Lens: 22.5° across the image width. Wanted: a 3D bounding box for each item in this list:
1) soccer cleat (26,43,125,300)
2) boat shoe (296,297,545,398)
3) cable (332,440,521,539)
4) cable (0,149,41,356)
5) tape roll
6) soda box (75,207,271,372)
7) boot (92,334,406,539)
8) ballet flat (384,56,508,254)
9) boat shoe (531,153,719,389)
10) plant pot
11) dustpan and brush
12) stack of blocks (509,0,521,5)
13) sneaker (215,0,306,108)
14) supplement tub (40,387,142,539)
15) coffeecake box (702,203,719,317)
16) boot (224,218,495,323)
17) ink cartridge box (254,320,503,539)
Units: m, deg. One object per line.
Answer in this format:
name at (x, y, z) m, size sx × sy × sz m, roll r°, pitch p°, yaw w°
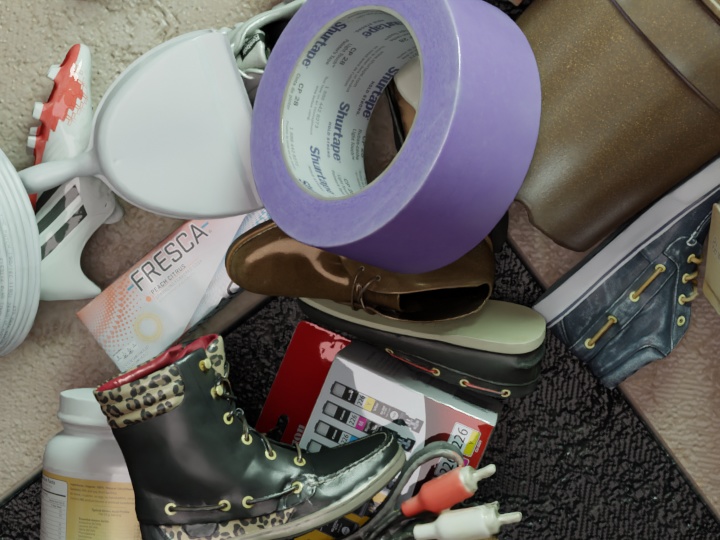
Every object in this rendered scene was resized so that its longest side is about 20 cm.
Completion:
soccer cleat at (-0.220, -0.073, 1.403) m, size 0.085 × 0.069 × 0.200 m, roll 11°, pitch 94°, yaw -12°
boat shoe at (0.041, 0.046, 1.366) m, size 0.201 × 0.074 × 0.063 m, roll 15°, pitch 127°, yaw 17°
cable at (0.018, 0.192, 1.311) m, size 0.200 × 0.050 × 0.097 m, roll -22°, pitch 97°, yaw 9°
cable at (-0.322, -0.018, 1.378) m, size 0.200 × 0.069 × 0.200 m, roll 0°, pitch 102°, yaw 42°
tape roll at (0.021, -0.103, 1.239) m, size 0.200 × 0.085 × 0.200 m, roll -15°, pitch 67°, yaw 41°
soda box at (-0.119, -0.004, 1.392) m, size 0.200 × 0.064 × 0.068 m, roll -39°, pitch 89°, yaw 12°
boot at (-0.081, 0.117, 1.286) m, size 0.200 × 0.073 × 0.151 m, roll -22°, pitch 99°, yaw -3°
ballet flat at (0.053, -0.099, 1.351) m, size 0.068 × 0.068 × 0.200 m, roll -23°, pitch 93°, yaw 10°
boat shoe at (0.228, -0.003, 1.338) m, size 0.200 × 0.071 × 0.091 m, roll -42°, pitch 91°, yaw 17°
plant pot at (0.179, -0.131, 1.275) m, size 0.198 × 0.200 × 0.200 m, roll -43°, pitch 89°, yaw 19°
dustpan and brush at (-0.173, -0.087, 1.340) m, size 0.200 × 0.057 × 0.140 m, roll -18°, pitch 103°, yaw 1°
stack of blocks at (0.156, -0.294, 1.267) m, size 0.059 × 0.115 × 0.200 m, roll 37°, pitch 69°, yaw -2°
sneaker at (-0.090, -0.153, 1.358) m, size 0.200 × 0.081 × 0.075 m, roll -30°, pitch 92°, yaw 19°
supplement tub at (-0.170, 0.194, 1.376) m, size 0.144 × 0.145 × 0.200 m, roll 3°, pitch 91°, yaw 9°
coffeecake box at (0.355, 0.014, 1.244) m, size 0.200 × 0.154 × 0.073 m, roll 0°, pitch 113°, yaw -6°
boot at (0.000, 0.000, 1.324) m, size 0.200 × 0.076 × 0.074 m, roll -2°, pitch 130°, yaw -1°
ink cartridge box at (-0.011, 0.163, 1.383) m, size 0.175 × 0.084 × 0.200 m, roll 23°, pitch 100°, yaw 6°
